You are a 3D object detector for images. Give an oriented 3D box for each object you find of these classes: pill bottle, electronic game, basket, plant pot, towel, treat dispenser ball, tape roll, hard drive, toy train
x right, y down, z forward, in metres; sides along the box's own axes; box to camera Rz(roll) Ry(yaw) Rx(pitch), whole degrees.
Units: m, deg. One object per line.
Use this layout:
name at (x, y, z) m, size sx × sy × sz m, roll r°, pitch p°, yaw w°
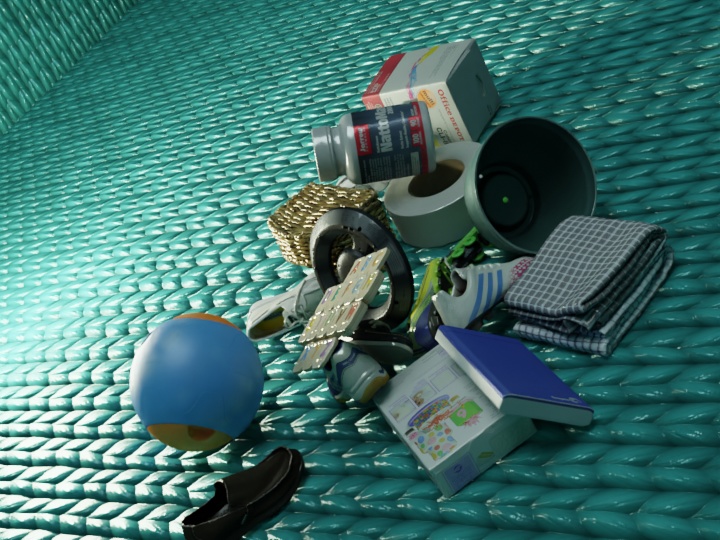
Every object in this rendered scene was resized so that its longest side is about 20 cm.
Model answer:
pill bottle at (0.021, -0.208, 1.814) m, size 0.196 × 0.121 × 0.120 m, roll -10°, pitch 32°, yaw 0°
electronic game at (0.000, 0.000, 1.628) m, size 0.198 × 0.203 × 0.041 m, roll 3°, pitch 26°, yaw 44°
basket at (-0.045, -0.040, 1.780) m, size 0.143 × 0.150 × 0.198 m, roll -42°, pitch 32°, yaw -26°
plant pot at (0.237, -0.115, 1.634) m, size 0.200 × 0.201 × 0.134 m, roll -41°, pitch 4°, yaw -18°
towel at (0.304, 0.010, 1.468) m, size 0.200 × 0.086 × 0.164 m, roll -46°, pitch 33°, yaw -24°
treat dispenser ball at (-0.242, 0.165, 1.609) m, size 0.198 × 0.203 × 0.202 m, roll -22°, pitch 31°, yaw 14°
tape roll at (0.141, -0.130, 1.833) m, size 0.200 × 0.071 × 0.204 m, roll -23°, pitch 31°, yaw 15°
hard drive at (0.189, 0.129, 1.365) m, size 0.200 × 0.130 × 0.026 m, roll 49°, pitch 123°, yaw 61°
toy train at (0.203, -0.068, 1.720) m, size 0.200 × 0.042 × 0.056 m, roll -44°, pitch 23°, yaw -20°

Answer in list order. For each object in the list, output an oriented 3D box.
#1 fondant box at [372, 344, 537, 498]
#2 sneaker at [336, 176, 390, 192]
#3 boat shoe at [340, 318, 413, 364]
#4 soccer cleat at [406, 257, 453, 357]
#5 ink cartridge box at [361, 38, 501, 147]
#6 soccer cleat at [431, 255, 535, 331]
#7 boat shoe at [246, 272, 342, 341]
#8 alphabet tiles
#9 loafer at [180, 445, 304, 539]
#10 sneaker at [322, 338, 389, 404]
fondant box at (0.116, 0.183, 1.409) m, size 0.143 × 0.059 × 0.200 m, roll -35°, pitch 29°, yaw -6°
sneaker at (0.008, -0.142, 1.933) m, size 0.199 × 0.075 × 0.116 m, roll -35°, pitch 24°, yaw 48°
boat shoe at (0.011, 0.100, 1.584) m, size 0.199 × 0.073 × 0.061 m, roll -12°, pitch 53°, yaw 56°
soccer cleat at (0.100, 0.051, 1.613) m, size 0.083 × 0.065 × 0.201 m, roll -31°, pitch 25°, yaw 27°
ink cartridge box at (0.136, -0.323, 2.044) m, size 0.197 × 0.146 × 0.145 m, roll -4°, pitch 39°, yaw 38°
soccer cleat at (0.179, 0.015, 1.530) m, size 0.199 × 0.087 × 0.070 m, roll -37°, pitch -5°, yaw -38°
boat shoe at (-0.103, 0.067, 1.757) m, size 0.199 × 0.075 × 0.087 m, roll -21°, pitch 31°, yaw 20°
alphabet tiles at (-0.030, 0.055, 1.505) m, size 0.197 × 0.015 × 0.199 m, roll -59°, pitch 14°, yaw -19°
loafer at (-0.159, 0.304, 1.460) m, size 0.200 × 0.072 × 0.073 m, roll -43°, pitch 32°, yaw -19°
sneaker at (-0.020, 0.131, 1.519) m, size 0.075 × 0.088 × 0.200 m, roll -44°, pitch 5°, yaw -15°
